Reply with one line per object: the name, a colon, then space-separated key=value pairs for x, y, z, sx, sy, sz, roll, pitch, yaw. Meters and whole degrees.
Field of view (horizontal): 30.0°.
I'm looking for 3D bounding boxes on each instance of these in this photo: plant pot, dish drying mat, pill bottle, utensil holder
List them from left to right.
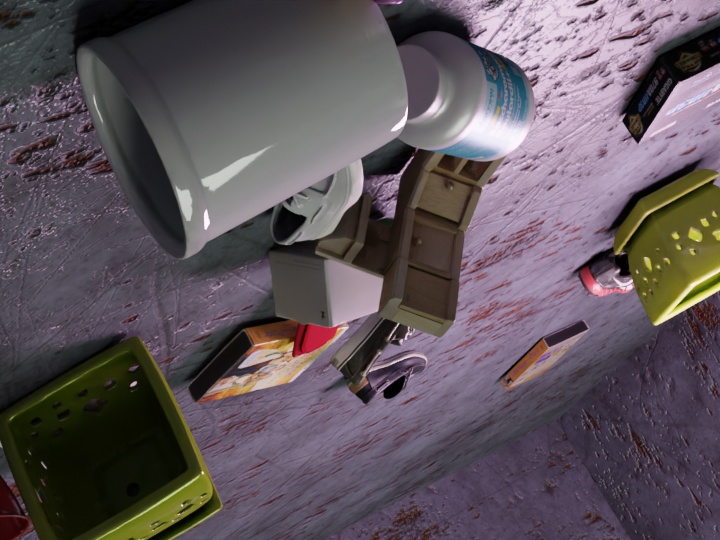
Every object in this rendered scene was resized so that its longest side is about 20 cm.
plant pot: x=-0.281 y=0.231 z=1.568 sx=0.198 sy=0.200 sz=0.182 roll=-29 pitch=153 yaw=-4
utensil holder: x=-0.088 y=-0.129 z=1.011 sx=0.199 sy=0.171 sz=0.170 roll=-29 pitch=163 yaw=-20
dish drying mat: x=-0.043 y=0.036 z=1.731 sx=0.076 sy=0.018 sz=0.201 roll=-27 pitch=150 yaw=-33
pill bottle: x=0.088 y=-0.169 z=1.303 sx=0.110 sy=0.112 sz=0.199 roll=-39 pitch=163 yaw=22
plant pot: x=0.571 y=-0.051 z=2.357 sx=0.197 sy=0.183 sz=0.200 roll=-27 pitch=162 yaw=-18

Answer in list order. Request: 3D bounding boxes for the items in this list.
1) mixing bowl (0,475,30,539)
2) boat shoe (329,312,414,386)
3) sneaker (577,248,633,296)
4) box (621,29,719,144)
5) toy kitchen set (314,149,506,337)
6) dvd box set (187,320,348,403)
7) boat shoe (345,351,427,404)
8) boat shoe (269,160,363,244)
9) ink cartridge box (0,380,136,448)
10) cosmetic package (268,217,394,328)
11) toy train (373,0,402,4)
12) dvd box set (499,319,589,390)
mixing bowl: x=-0.473 y=0.256 z=1.471 sx=0.198 sy=0.110 sz=0.200 roll=-20 pitch=162 yaw=-7
boat shoe: x=0.043 y=0.080 z=1.942 sx=0.200 sy=0.064 sz=0.071 roll=-47 pitch=176 yaw=-9
sneaker: x=0.505 y=-0.002 z=2.592 sx=0.098 sy=0.071 sz=0.199 roll=-41 pitch=160 yaw=34
box: x=0.466 y=-0.266 z=1.825 sx=0.198 sy=0.046 sz=0.159 roll=-27 pitch=162 yaw=-20
toy kitchen set: x=0.059 y=-0.074 z=1.461 sx=0.161 sy=0.202 sz=0.181 roll=19 pitch=144 yaw=-13
dvd box set: x=-0.125 y=0.119 z=1.842 sx=0.199 sy=0.030 sz=0.146 roll=-8 pitch=150 yaw=-52
boat shoe: x=0.054 y=0.190 z=2.342 sx=0.199 sy=0.063 sz=0.075 roll=-12 pitch=153 yaw=-52
boat shoe: x=-0.053 y=-0.083 z=1.385 sx=0.068 sy=0.073 sz=0.200 roll=-24 pitch=170 yaw=-24
ink cartridge box: x=-0.350 y=0.187 z=1.669 sx=0.160 sy=0.050 sz=0.200 roll=-33 pitch=145 yaw=3
cosmetic package: x=0.000 y=0.000 z=1.595 sx=0.199 sy=0.086 sz=0.107 roll=-17 pitch=-162 yaw=-42
toy train: x=0.001 y=-0.273 z=0.932 sx=0.199 sy=0.055 sz=0.152 roll=19 pitch=84 yaw=-61
dvd box set: x=0.419 y=0.194 z=3.059 sx=0.145 sy=0.030 sz=0.200 roll=-20 pitch=159 yaw=-37
